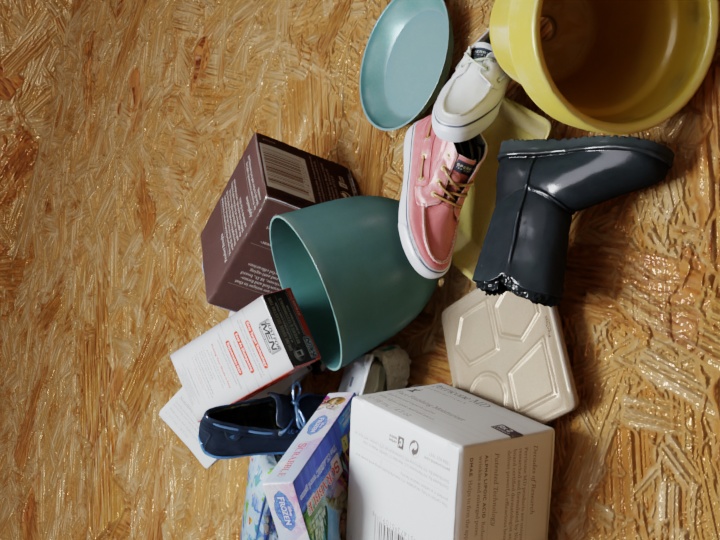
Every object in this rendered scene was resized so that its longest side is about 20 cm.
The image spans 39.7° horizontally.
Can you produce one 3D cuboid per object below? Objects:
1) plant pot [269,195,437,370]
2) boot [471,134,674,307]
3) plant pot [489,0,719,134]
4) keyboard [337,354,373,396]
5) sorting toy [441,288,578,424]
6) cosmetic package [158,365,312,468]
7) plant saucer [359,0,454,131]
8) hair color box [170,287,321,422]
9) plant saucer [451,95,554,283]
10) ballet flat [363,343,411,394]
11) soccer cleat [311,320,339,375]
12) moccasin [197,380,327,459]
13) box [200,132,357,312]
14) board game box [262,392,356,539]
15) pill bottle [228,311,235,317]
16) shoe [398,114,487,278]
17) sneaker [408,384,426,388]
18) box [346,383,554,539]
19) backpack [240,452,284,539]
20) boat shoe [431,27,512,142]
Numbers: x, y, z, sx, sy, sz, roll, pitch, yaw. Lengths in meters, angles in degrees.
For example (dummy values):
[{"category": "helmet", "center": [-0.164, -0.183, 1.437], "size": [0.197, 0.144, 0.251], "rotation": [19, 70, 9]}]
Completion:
[{"category": "plant pot", "center": [0.000, 0.000, 1.241], "size": [0.201, 0.159, 0.202], "rotation": [55, 158, 36]}, {"category": "boot", "center": [0.213, -0.046, 1.017], "size": [0.198, 0.076, 0.171], "rotation": [4, 80, 37]}, {"category": "plant pot", "center": [0.223, -0.246, 1.009], "size": [0.189, 0.198, 0.204], "rotation": [-145, 70, -70]}, {"category": "keyboard", "center": [-0.008, 0.138, 1.303], "size": [0.200, 0.010, 0.057], "rotation": [147, 134, -80]}, {"category": "sorting toy", "center": [0.166, 0.097, 1.123], "size": [0.200, 0.036, 0.188], "rotation": [-42, 48, 48]}, {"category": "cosmetic package", "center": [-0.176, 0.169, 1.410], "size": [0.113, 0.081, 0.200], "rotation": [45, 111, 7]}, {"category": "plant saucer", "center": [0.069, -0.287, 1.369], "size": [0.199, 0.036, 0.203], "rotation": [-20, 65, 51]}, {"category": "hair color box", "center": [-0.152, 0.112, 1.291], "size": [0.199, 0.061, 0.103], "rotation": [-30, 80, 37]}, {"category": "plant saucer", "center": [0.146, -0.111, 1.196], "size": [0.200, 0.048, 0.202], "rotation": [45, 118, 51]}, {"category": "ballet flat", "center": [0.009, 0.191, 1.282], "size": [0.071, 0.071, 0.203], "rotation": [17, 94, 56]}, {"category": "soccer cleat", "center": [-0.041, 0.099, 1.400], "size": [0.069, 0.073, 0.200], "rotation": [59, 160, 0]}, {"category": "moccasin", "center": [-0.105, 0.191, 1.262], "size": [0.081, 0.197, 0.069], "rotation": [-124, 31, -44]}, {"category": "box", "center": [-0.116, -0.054, 1.441], "size": [0.201, 0.162, 0.167], "rotation": [-56, 30, 30]}, {"category": "board game box", "center": [-0.031, 0.278, 1.159], "size": [0.041, 0.200, 0.202], "rotation": [-6, 110, 23]}, {"category": "pill bottle", "center": [-0.166, 0.164, 1.513], "size": [0.114, 0.113, 0.203], "rotation": [29, 106, 55]}, {"category": "shoe", "center": [0.097, -0.098, 1.158], "size": [0.091, 0.071, 0.203], "rotation": [-29, 54, 52]}, {"category": "sneaker", "center": [0.060, 0.240, 1.221], "size": [0.075, 0.069, 0.203], "rotation": [-163, 88, -75]}, {"category": "box", "center": [0.090, 0.246, 1.069], "size": [0.198, 0.129, 0.204], "rotation": [15, 105, 55]}, {"category": "backpack", "center": [-0.095, 0.309, 1.349], "size": [0.163, 0.151, 0.203], "rotation": [-124, 26, -62]}, {"category": "boat shoe", "center": [0.136, -0.228, 1.131], "size": [0.073, 0.067, 0.201], "rotation": [16, 50, 23]}]
